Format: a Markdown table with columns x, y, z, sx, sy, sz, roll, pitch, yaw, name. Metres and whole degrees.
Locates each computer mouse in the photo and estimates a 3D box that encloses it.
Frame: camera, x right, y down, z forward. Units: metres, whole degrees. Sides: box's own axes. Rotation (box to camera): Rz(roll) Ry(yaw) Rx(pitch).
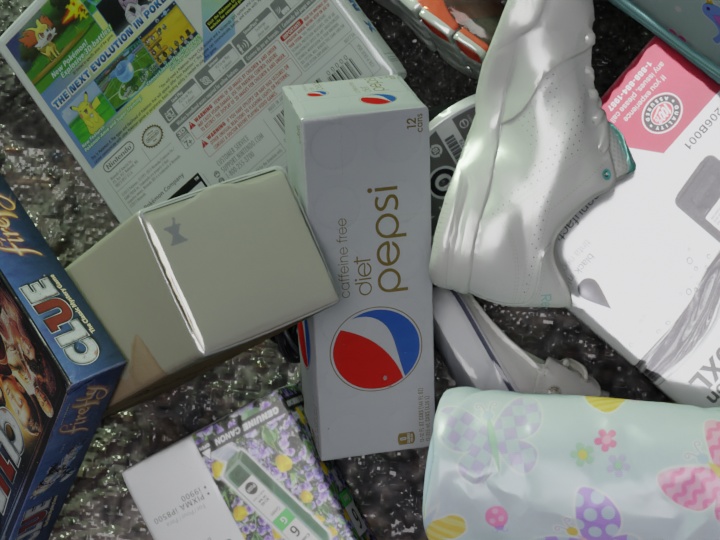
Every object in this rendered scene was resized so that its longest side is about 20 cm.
| x | y | z | sx | sy | sz | roll | pitch | yaw | name |
| --- | --- | --- | --- | --- | --- | --- | --- | --- | --- |
| 0.016 | -0.038 | 0.788 | 0.200 | 0.044 | 0.110 | -31 | 115 | 2 | computer mouse |

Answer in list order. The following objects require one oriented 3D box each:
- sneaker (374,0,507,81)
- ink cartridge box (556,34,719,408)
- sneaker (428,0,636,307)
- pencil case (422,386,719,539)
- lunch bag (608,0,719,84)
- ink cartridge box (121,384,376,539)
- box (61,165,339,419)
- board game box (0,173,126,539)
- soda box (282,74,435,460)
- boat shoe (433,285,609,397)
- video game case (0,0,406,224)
| x | y | z | sx | sy | sz | roll | pitch | yaw | name |
| --- | --- | --- | --- | --- | --- | --- | --- | --- | --- |
| 0.054 | -0.172 | 0.775 | 0.200 | 0.077 | 0.082 | 39 | 90 | 7 | sneaker |
| 0.191 | -0.007 | 0.745 | 0.200 | 0.083 | 0.145 | 41 | 96 | 8 | ink cartridge box |
| 0.101 | -0.078 | 0.694 | 0.088 | 0.075 | 0.200 | 16 | 95 | 7 | sneaker |
| 0.129 | 0.108 | 0.680 | 0.200 | 0.083 | 0.091 | 2 | 79 | 15 | pencil case |
| 0.220 | -0.193 | 0.714 | 0.160 | 0.077 | 0.200 | 37 | 66 | 11 | lunch bag |
| -0.044 | 0.180 | 0.801 | 0.109 | 0.050 | 0.200 | -28 | 85 | 8 | ink cartridge box |
| -0.109 | 0.022 | 0.736 | 0.200 | 0.095 | 0.078 | -28 | 84 | 53 | box |
| -0.201 | 0.059 | 0.760 | 0.136 | 0.035 | 0.200 | 52 | 139 | 19 | board game box |
| 0.000 | 0.000 | 0.742 | 0.068 | 0.064 | 0.200 | -7 | 114 | -10 | soda box |
| 0.110 | 0.082 | 0.768 | 0.066 | 0.072 | 0.200 | -35 | 80 | -6 | boat shoe |
| -0.099 | -0.124 | 0.798 | 0.200 | 0.022 | 0.182 | -38 | 84 | 25 | video game case |
